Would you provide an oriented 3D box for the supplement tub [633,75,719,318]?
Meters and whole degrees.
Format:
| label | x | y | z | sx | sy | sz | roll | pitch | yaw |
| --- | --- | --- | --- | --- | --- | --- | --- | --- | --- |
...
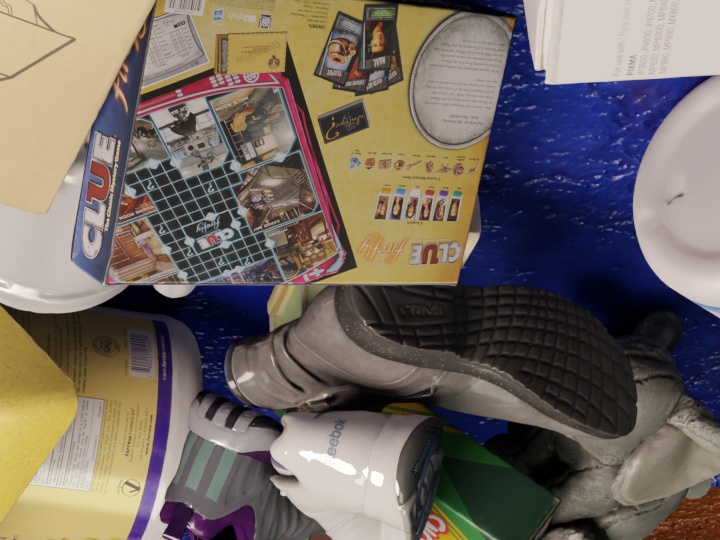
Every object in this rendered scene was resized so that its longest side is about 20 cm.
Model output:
| label | x | y | z | sx | sy | sz | roll | pitch | yaw |
| --- | --- | --- | --- | --- | --- | --- | --- | --- | --- |
| supplement tub | 0.249 | -0.014 | 0.978 | 0.132 | 0.132 | 0.200 | -29 | 141 | 34 |

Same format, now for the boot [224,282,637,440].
| label | x | y | z | sx | sy | sz | roll | pitch | yaw |
| --- | --- | --- | --- | --- | --- | --- | --- | --- | --- |
| boot | 0.039 | 0.054 | 1.002 | 0.200 | 0.070 | 0.132 | 25 | 145 | -26 |

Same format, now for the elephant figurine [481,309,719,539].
| label | x | y | z | sx | sy | sz | roll | pitch | yaw |
| --- | --- | --- | --- | --- | --- | --- | --- | --- | --- |
| elephant figurine | 0.161 | 0.089 | 1.131 | 0.141 | 0.155 | 0.200 | 36 | 141 | 9 |

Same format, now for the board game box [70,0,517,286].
| label | x | y | z | sx | sy | sz | roll | pitch | yaw |
| --- | --- | --- | --- | --- | --- | --- | --- | --- | --- |
| board game box | -0.026 | -0.061 | 0.843 | 0.200 | 0.035 | 0.136 | 1 | 107 | -39 |

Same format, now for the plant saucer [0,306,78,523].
| label | x | y | z | sx | sy | sz | roll | pitch | yaw |
| --- | --- | --- | --- | --- | --- | --- | --- | --- | --- |
| plant saucer | -0.266 | 0.074 | 0.956 | 0.200 | 0.200 | 0.048 | -53 | 160 | 19 |

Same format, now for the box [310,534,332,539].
| label | x | y | z | sx | sy | sz | roll | pitch | yaw |
| --- | --- | --- | --- | --- | --- | --- | --- | --- | --- |
| box | 0.032 | 0.241 | 1.326 | 0.164 | 0.166 | 0.200 | -26 | 142 | 33 |

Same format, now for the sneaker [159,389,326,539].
| label | x | y | z | sx | sy | sz | roll | pitch | yaw |
| --- | --- | --- | --- | --- | --- | --- | --- | --- | --- |
| sneaker | -0.065 | 0.136 | 1.070 | 0.074 | 0.088 | 0.200 | 20 | 166 | 25 |

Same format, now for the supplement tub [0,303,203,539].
| label | x | y | z | sx | sy | sz | roll | pitch | yaw |
| --- | --- | --- | --- | --- | --- | --- | --- | --- | --- |
| supplement tub | -0.203 | 0.085 | 1.078 | 0.200 | 0.146 | 0.145 | 9 | 146 | -18 |

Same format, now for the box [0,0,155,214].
| label | x | y | z | sx | sy | sz | roll | pitch | yaw |
| --- | --- | --- | --- | --- | --- | --- | --- | --- | --- |
| box | -0.162 | -0.120 | 0.730 | 0.163 | 0.021 | 0.200 | 20 | 127 | -21 |

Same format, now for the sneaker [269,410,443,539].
| label | x | y | z | sx | sy | sz | roll | pitch | yaw |
| --- | --- | --- | --- | --- | --- | --- | --- | --- | --- |
| sneaker | -0.002 | 0.111 | 1.009 | 0.087 | 0.075 | 0.200 | 15 | 158 | 7 |

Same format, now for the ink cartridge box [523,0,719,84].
| label | x | y | z | sx | sy | sz | roll | pitch | yaw |
| --- | --- | --- | --- | --- | --- | --- | --- | --- | --- |
| ink cartridge box | 0.161 | -0.156 | 0.731 | 0.200 | 0.146 | 0.085 | -5 | 147 | 0 |

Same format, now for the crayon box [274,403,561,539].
| label | x | y | z | sx | sy | sz | roll | pitch | yaw |
| --- | --- | --- | --- | --- | --- | --- | --- | --- | --- |
| crayon box | 0.017 | 0.129 | 1.156 | 0.200 | 0.051 | 0.127 | 34 | 149 | 15 |

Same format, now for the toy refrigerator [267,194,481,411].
| label | x | y | z | sx | sy | sz | roll | pitch | yaw |
| --- | --- | --- | --- | --- | --- | --- | --- | --- | --- |
| toy refrigerator | 0.000 | 0.000 | 1.029 | 0.070 | 0.076 | 0.200 | 6 | 147 | -14 |

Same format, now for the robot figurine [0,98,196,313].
| label | x | y | z | sx | sy | sz | roll | pitch | yaw |
| --- | --- | --- | --- | --- | --- | --- | --- | --- | --- |
| robot figurine | -0.141 | -0.054 | 0.894 | 0.170 | 0.113 | 0.200 | 39 | 143 | 6 |
